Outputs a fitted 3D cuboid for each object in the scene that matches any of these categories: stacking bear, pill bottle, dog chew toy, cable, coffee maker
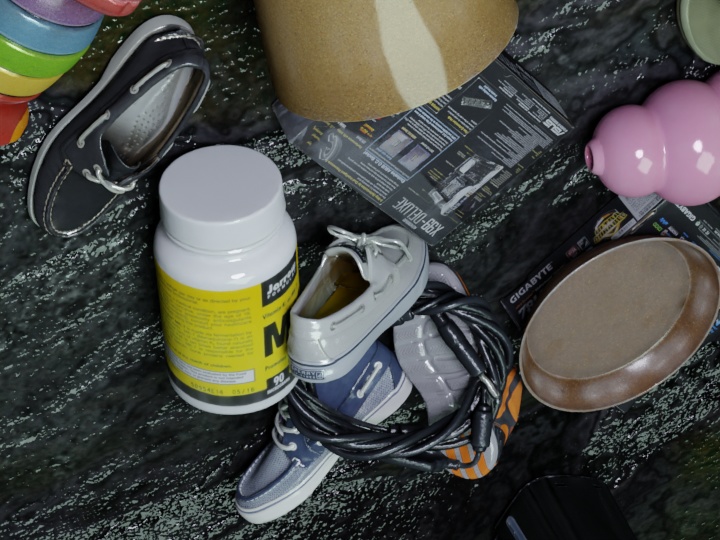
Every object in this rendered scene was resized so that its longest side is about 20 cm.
[{"bbox_3d":[-0.238,-0.161,1.385,0.114,0.122,0.200,30,123,-15],"label":"stacking bear"},{"bbox_3d":[-0.104,0.007,1.602,0.114,0.114,0.200,-17,135,-16],"label":"pill bottle"},{"bbox_3d":[0.288,-0.109,1.718,0.200,0.125,0.125,-9,133,-12],"label":"dog chew toy"},{"bbox_3d":[0.028,0.083,1.711,0.200,0.051,0.163,15,103,-8],"label":"cable"},{"bbox_3d":[0.236,0.297,1.989,0.192,0.200,0.135,-41,138,13],"label":"coffee maker"}]

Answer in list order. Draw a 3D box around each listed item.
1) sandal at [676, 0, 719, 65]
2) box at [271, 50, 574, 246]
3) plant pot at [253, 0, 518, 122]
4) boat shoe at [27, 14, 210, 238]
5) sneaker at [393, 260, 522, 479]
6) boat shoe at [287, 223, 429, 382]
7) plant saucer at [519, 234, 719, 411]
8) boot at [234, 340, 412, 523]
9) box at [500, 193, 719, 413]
[{"bbox_3d":[0.312,-0.247,1.646,0.080,0.057,0.201,-10,135,-21],"label":"sandal"},{"bbox_3d":[0.052,-0.121,1.613,0.158,0.050,0.200,-40,136,16],"label":"box"},{"bbox_3d":[-0.008,-0.237,1.412,0.186,0.186,0.200,-27,124,-5],"label":"plant pot"},{"bbox_3d":[-0.178,-0.095,1.508,0.074,0.060,0.200,23,114,-42],"label":"boat shoe"},{"bbox_3d":[0.089,0.076,1.806,0.077,0.112,0.200,-4,108,22],"label":"sneaker"},{"bbox_3d":[-0.005,0.000,1.630,0.202,0.074,0.086,-48,141,-46],"label":"boat shoe"},{"bbox_3d":[0.226,0.041,1.809,0.200,0.035,0.200,-14,133,-15],"label":"plant saucer"},{"bbox_3d":[-0.053,0.129,1.782,0.200,0.073,0.090,-45,128,2],"label":"boot"},{"bbox_3d":[0.259,0.018,1.862,0.198,0.050,0.200,-41,134,13],"label":"box"}]
